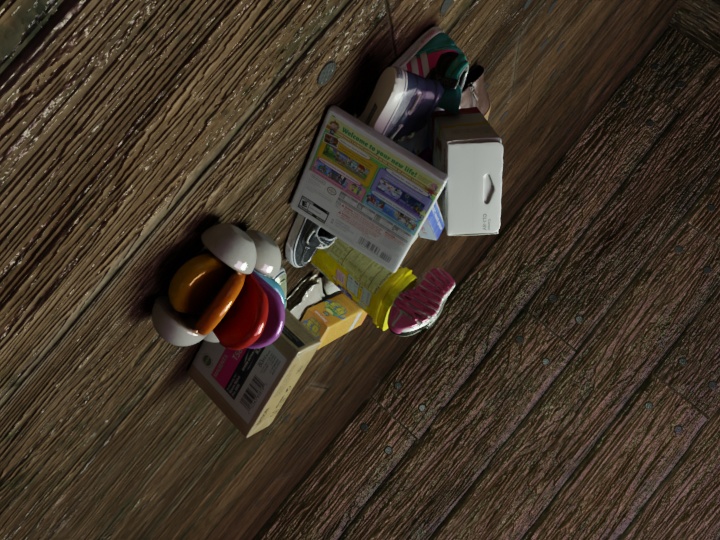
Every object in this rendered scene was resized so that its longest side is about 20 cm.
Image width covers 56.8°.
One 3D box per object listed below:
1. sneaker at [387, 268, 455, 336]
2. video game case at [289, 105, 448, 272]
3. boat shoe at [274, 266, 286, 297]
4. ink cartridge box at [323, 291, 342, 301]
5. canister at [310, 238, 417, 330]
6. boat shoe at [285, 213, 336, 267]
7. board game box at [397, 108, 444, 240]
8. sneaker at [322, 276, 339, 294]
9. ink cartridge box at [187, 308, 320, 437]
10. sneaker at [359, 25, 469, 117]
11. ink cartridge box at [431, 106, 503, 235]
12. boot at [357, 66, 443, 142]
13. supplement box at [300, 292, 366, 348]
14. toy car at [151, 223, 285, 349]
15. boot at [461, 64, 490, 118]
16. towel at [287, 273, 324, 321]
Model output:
[{"bbox_3d":[0.104,0.074,1.185,0.200,0.073,0.088,-40,156,-51],"label":"sneaker"},{"bbox_3d":[0.007,-0.117,0.995,0.184,0.198,0.022,-61,174,36],"label":"video game case"},{"bbox_3d":[-0.160,0.072,1.202,0.072,0.062,0.202,-37,159,-42],"label":"boat shoe"},{"bbox_3d":[-0.045,0.083,1.618,0.119,0.042,0.201,-45,161,-18],"label":"ink cartridge box"},{"bbox_3d":[0.000,0.000,1.242,0.086,0.199,0.149,-43,164,-23],"label":"canister"},{"bbox_3d":[-0.071,-0.068,1.128,0.071,0.068,0.202,-34,158,-46],"label":"boat shoe"},{"bbox_3d":[0.133,-0.195,1.186,0.202,0.041,0.201,-62,145,-23],"label":"board game box"},{"bbox_3d":[-0.018,-0.002,1.462,0.199,0.076,0.092,-16,151,-53],"label":"sneaker"},{"bbox_3d":[-0.182,0.147,1.116,0.202,0.164,0.075,-58,161,24],"label":"ink cartridge box"},{"bbox_3d":[0.100,-0.276,1.044,0.200,0.120,0.084,-48,165,-7],"label":"sneaker"},{"bbox_3d":[0.161,-0.159,1.039,0.201,0.082,0.148,-91,178,-65],"label":"ink cartridge box"},{"bbox_3d":[0.043,-0.208,1.003,0.089,0.074,0.201,7,141,-29],"label":"boot"},{"bbox_3d":[-0.054,0.102,1.452,0.199,0.066,0.069,-26,151,-58],"label":"supplement box"},{"bbox_3d":[-0.173,0.043,0.926,0.176,0.149,0.200,-53,165,8],"label":"toy car"},{"bbox_3d":[0.195,-0.312,1.394,0.200,0.072,0.167,-48,153,-9],"label":"boot"},{"bbox_3d":[-0.147,0.101,1.368,0.200,0.034,0.133,-47,164,-15],"label":"towel"}]
